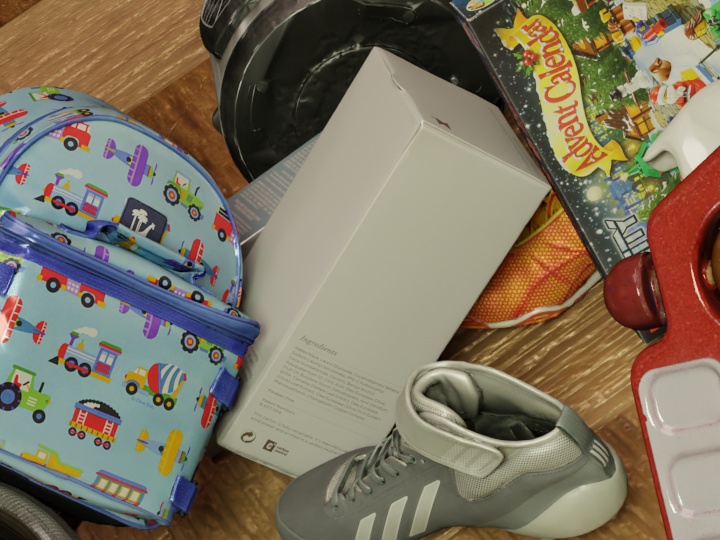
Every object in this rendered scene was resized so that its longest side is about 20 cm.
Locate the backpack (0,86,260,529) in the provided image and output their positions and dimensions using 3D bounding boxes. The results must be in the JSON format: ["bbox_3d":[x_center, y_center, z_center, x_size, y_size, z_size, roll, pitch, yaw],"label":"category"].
[{"bbox_3d":[-0.137,0.010,1.008,0.135,0.183,0.200,-1,61,59],"label":"backpack"}]

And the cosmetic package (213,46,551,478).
[{"bbox_3d":[0.000,0.000,1.044,0.200,0.085,0.108,-56,25,19],"label":"cosmetic package"}]

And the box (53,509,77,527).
[{"bbox_3d":[-0.256,0.055,1.170,0.164,0.200,0.166,-7,38,35],"label":"box"}]

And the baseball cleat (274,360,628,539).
[{"bbox_3d":[0.027,0.086,0.957,0.200,0.106,0.070,-12,40,34],"label":"baseball cleat"}]

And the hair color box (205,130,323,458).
[{"bbox_3d":[-0.038,0.002,1.148,0.200,0.099,0.061,-36,29,-8],"label":"hair color box"}]

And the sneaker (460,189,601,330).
[{"bbox_3d":[0.120,-0.033,1.079,0.200,0.077,0.073,-28,32,10],"label":"sneaker"}]

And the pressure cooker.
[{"bbox_3d":[-0.010,-0.135,1.257,0.176,0.179,0.200,-5,31,-5],"label":"pressure cooker"}]

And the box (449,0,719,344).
[{"bbox_3d":[0.151,-0.080,0.994,0.137,0.200,0.038,-31,24,1],"label":"box"}]

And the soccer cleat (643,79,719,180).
[{"bbox_3d":[0.200,-0.001,0.925,0.078,0.069,0.200,-39,58,21],"label":"soccer cleat"}]

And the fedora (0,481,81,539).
[{"bbox_3d":[-0.202,0.202,0.980,0.177,0.090,0.200,-5,59,-2],"label":"fedora"}]

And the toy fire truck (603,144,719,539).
[{"bbox_3d":[0.182,0.033,0.818,0.168,0.200,0.112,-16,-2,30],"label":"toy fire truck"}]
